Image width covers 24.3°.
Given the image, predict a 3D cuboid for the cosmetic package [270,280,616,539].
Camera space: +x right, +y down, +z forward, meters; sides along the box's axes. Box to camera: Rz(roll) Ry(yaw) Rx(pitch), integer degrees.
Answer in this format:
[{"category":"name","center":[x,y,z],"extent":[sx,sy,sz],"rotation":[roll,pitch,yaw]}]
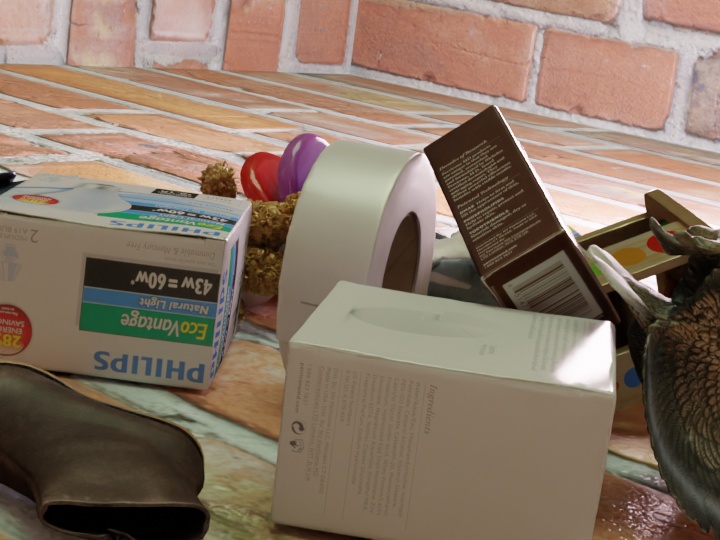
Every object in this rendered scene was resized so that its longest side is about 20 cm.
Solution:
[{"category":"cosmetic package","center":[0.061,0.096,1.091],"extent":[0.200,0.123,0.199],"rotation":[8,11,8]}]

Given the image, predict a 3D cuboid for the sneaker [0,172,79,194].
[{"category":"sneaker","center":[-0.327,-0.037,1.564],"extent":[0.146,0.081,0.200],"rotation":[-14,-5,-10]}]

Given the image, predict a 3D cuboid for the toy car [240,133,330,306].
[{"category":"toy car","center":[-0.050,-0.054,1.600],"extent":[0.200,0.150,0.175],"rotation":[-14,-3,33]}]

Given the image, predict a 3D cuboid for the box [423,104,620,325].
[{"category":"box","center":[0.118,-0.030,1.259],"extent":[0.075,0.100,0.200],"rotation":[-30,32,9]}]

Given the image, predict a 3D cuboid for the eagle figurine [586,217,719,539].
[{"category":"eagle figurine","center":[0.233,0.072,1.133],"extent":[0.152,0.200,0.151],"rotation":[-4,18,-39]}]

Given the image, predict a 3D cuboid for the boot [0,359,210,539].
[{"category":"boot","center":[-0.189,0.110,0.992],"extent":[0.200,0.073,0.166],"rotation":[9,9,-11]}]

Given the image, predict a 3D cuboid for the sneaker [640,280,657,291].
[{"category":"sneaker","center":[0.222,0.054,1.496],"extent":[0.146,0.081,0.200],"rotation":[2,18,-43]}]

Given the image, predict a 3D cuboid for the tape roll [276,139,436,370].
[{"category":"tape roll","center":[0.000,0.000,1.327],"extent":[0.071,0.203,0.202],"rotation":[11,12,15]}]

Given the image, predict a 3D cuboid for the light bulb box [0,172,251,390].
[{"category":"light bulb box","center":[-0.200,0.004,1.369],"extent":[0.198,0.125,0.200],"rotation":[7,11,0]}]

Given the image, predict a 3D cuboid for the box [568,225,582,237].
[{"category":"box","center":[0.162,-0.001,1.630],"extent":[0.122,0.048,0.200],"rotation":[-20,3,5]}]

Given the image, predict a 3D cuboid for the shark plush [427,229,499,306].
[{"category":"shark plush","center":[0.067,0.020,1.458],"extent":[0.200,0.083,0.091],"rotation":[-19,12,-28]}]

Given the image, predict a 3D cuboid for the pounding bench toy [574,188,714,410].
[{"category":"pounding bench toy","center":[0.210,0.013,1.370],"extent":[0.156,0.124,0.200],"rotation":[-21,30,-11]}]

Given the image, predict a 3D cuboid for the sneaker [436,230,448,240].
[{"category":"sneaker","center":[0.045,-0.024,1.768],"extent":[0.095,0.080,0.200],"rotation":[13,13,18]}]

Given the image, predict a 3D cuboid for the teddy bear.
[{"category":"teddy bear","center":[-0.122,-0.021,1.505],"extent":[0.200,0.145,0.067],"rotation":[19,12,29]}]
